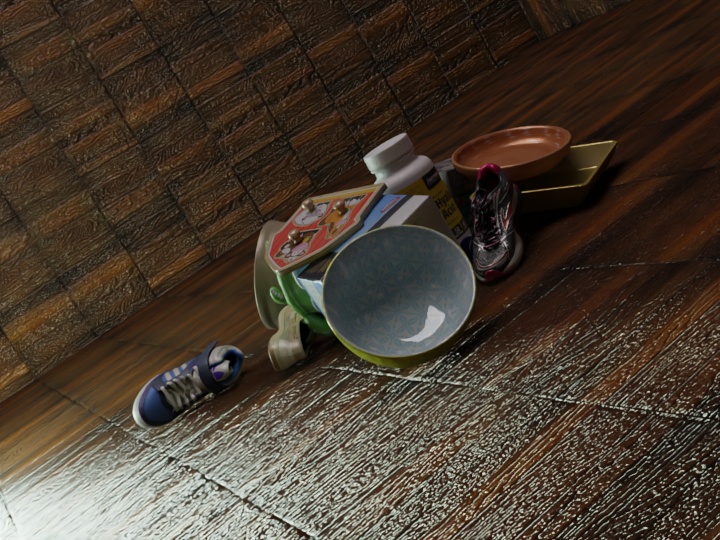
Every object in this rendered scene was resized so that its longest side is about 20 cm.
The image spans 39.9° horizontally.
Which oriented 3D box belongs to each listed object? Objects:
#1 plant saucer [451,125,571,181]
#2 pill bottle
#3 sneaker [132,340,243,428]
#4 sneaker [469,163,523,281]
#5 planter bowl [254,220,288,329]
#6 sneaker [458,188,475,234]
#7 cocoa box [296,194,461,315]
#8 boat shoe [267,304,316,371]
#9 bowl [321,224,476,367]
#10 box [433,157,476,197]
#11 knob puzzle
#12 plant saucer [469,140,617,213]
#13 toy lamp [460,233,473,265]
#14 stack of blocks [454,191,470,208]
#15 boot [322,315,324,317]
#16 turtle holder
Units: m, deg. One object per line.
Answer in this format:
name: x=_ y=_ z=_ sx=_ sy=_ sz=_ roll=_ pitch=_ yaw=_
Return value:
plant saucer: x=0.251 y=-0.189 z=1.638 sx=0.199 sy=0.038 sz=0.200 roll=-12 pitch=23 yaw=5
pill bottle: x=0.088 y=-0.117 z=1.620 sx=0.111 sy=0.201 sz=0.111 roll=-30 pitch=12 yaw=7
sneaker: x=-0.290 y=0.194 z=1.727 sx=0.146 sy=0.081 sz=0.200 roll=-26 pitch=6 yaw=45
sneaker: x=0.192 y=-0.069 z=1.470 sx=0.080 sy=0.075 sz=0.201 roll=-17 pitch=45 yaw=26
planter bowl: x=-0.101 y=0.008 z=1.823 sx=0.134 sy=0.202 sz=0.200 roll=0 pitch=20 yaw=14
sneaker: x=0.142 y=-0.070 z=1.730 sx=0.199 sy=0.080 sz=0.077 roll=-33 pitch=11 yaw=-5
cocoa box: x=0.033 y=-0.002 z=1.470 sx=0.200 sy=0.134 sz=0.131 roll=-45 pitch=26 yaw=-22
boat shoe: x=-0.102 y=0.105 z=1.659 sx=0.065 sy=0.073 sz=0.200 roll=-18 pitch=15 yaw=13
bowl: x=0.054 y=0.050 z=1.299 sx=0.200 sy=0.200 sz=0.108 roll=-33 pitch=-31 yaw=-12
box: x=0.167 y=-0.170 z=1.779 sx=0.199 sy=0.049 sz=0.158 roll=-24 pitch=13 yaw=-41
knob puzzle: x=-0.075 y=-0.067 z=1.520 sx=0.219 sy=0.031 sz=0.220 roll=-26 pitch=26 yaw=14
plant saucer: x=0.304 y=-0.144 z=1.612 sx=0.199 sy=0.049 sz=0.200 roll=-4 pitch=24 yaw=32
toy lamp: x=0.209 y=-0.072 z=1.621 sx=0.058 sy=0.058 sz=0.200 roll=-26 pitch=13 yaw=26
stack of blocks: x=0.169 y=-0.127 z=1.862 sx=0.114 sy=0.059 sz=0.200 roll=-9 pitch=14 yaw=10
boot: x=0.000 y=0.000 z=1.732 sx=0.200 sy=0.072 sz=0.145 roll=-39 pitch=15 yaw=31
turtle holder: x=-0.066 y=0.009 z=1.594 sx=0.131 sy=0.141 sz=0.186 roll=-21 pitch=48 yaw=27
